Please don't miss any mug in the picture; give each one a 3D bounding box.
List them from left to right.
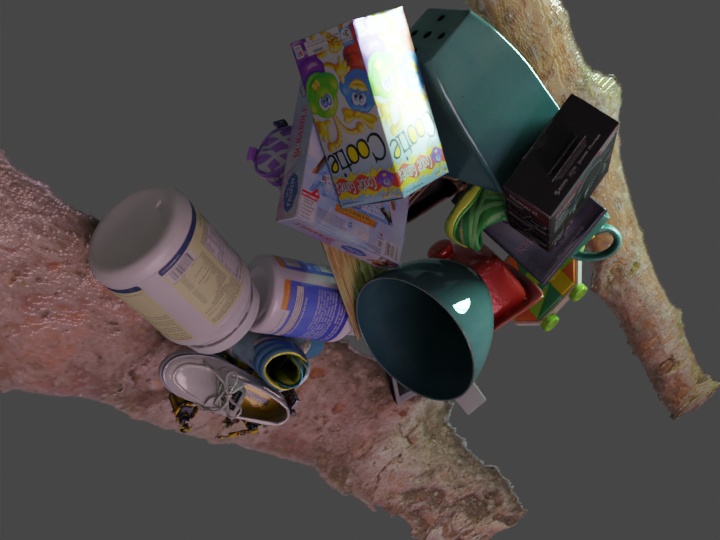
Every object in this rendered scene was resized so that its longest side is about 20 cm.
[{"bbox_3d":[0.310,-0.082,1.198,0.115,0.185,0.151,-50,151,19],"label":"mug"}]

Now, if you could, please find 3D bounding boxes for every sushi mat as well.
[{"bbox_3d":[0.000,0.000,1.067,0.096,0.012,0.201,-43,136,-26],"label":"sushi mat"}]

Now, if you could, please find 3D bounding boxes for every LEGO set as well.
[{"bbox_3d":[-0.192,0.212,1.178,0.199,0.116,0.154,26,109,-42],"label":"LEGO set"}]

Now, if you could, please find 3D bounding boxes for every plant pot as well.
[{"bbox_3d":[0.110,0.061,1.065,0.135,0.199,0.202,-40,144,-36],"label":"plant pot"},{"bbox_3d":[0.137,-0.231,0.980,0.142,0.141,0.200,-50,128,-8],"label":"plant pot"}]

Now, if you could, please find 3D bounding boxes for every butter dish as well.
[{"bbox_3d":[0.156,0.017,1.213,0.198,0.200,0.149,-32,113,-2],"label":"butter dish"}]

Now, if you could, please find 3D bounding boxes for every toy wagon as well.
[{"bbox_3d":[0.313,-0.003,1.285,0.200,0.155,0.039,-49,149,13],"label":"toy wagon"}]

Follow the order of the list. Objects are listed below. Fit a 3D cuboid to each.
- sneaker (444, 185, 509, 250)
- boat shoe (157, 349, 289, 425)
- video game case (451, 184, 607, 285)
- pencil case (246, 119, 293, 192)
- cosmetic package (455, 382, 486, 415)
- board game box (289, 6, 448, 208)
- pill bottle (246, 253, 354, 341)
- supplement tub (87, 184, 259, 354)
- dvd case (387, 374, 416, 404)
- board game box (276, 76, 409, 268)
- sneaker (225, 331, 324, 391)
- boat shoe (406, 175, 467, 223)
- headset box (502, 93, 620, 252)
[{"bbox_3d":[0.208,-0.116,1.120,0.201,0.083,0.074,-55,171,21],"label":"sneaker"},{"bbox_3d":[-0.184,0.175,1.055,0.201,0.086,0.075,30,87,-29],"label":"boat shoe"},{"bbox_3d":[0.249,-0.098,1.138,0.143,0.200,0.019,-53,154,19],"label":"video game case"},{"bbox_3d":[-0.068,-0.106,1.018,0.085,0.085,0.200,-12,142,27],"label":"pencil case"},{"bbox_3d":[0.159,0.180,1.365,0.050,0.083,0.200,-39,137,0],"label":"cosmetic package"},{"bbox_3d":[0.013,-0.190,0.894,0.105,0.102,0.202,-33,111,-44],"label":"board game box"},{"bbox_3d":[-0.073,0.046,1.119,0.198,0.112,0.113,13,119,-38],"label":"pill bottle"},{"bbox_3d":[-0.230,0.005,0.961,0.144,0.145,0.200,-36,137,0],"label":"supplement tub"},{"bbox_3d":[0.115,0.149,1.387,0.149,0.025,0.201,-25,136,-12],"label":"dvd case"},{"bbox_3d":[-0.010,-0.127,0.972,0.199,0.041,0.202,24,69,-44],"label":"board game box"},{"bbox_3d":[-0.102,0.135,1.145,0.199,0.130,0.080,7,111,-50],"label":"sneaker"},{"bbox_3d":[0.126,-0.136,1.120,0.199,0.070,0.071,-35,133,-3],"label":"boat shoe"},{"bbox_3d":[0.263,-0.125,0.997,0.150,0.077,0.200,-53,163,-2],"label":"headset box"}]
